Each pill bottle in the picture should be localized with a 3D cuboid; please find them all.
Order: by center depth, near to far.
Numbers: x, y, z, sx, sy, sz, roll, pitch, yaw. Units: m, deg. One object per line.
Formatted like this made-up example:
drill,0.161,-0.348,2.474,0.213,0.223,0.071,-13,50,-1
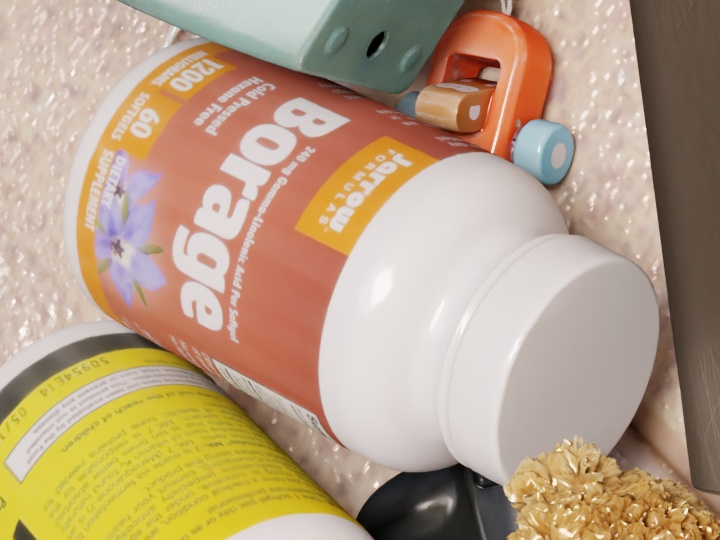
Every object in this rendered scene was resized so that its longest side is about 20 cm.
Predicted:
pill bottle,0.000,0.000,0.987,0.199,0.112,0.113,26,96,37
pill bottle,-0.056,0.112,1.003,0.200,0.114,0.115,40,105,45

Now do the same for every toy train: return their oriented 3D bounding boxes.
toy train,-0.003,-0.104,1.063,0.199,0.056,0.151,20,92,36

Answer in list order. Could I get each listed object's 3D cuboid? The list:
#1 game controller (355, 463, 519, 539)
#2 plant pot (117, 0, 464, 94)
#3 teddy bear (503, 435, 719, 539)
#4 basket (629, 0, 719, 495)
game controller,0.053,0.156,0.991,0.104,0.042,0.201,-32,63,42
plant pot,-0.051,-0.155,0.996,0.200,0.141,0.142,38,103,21
teddy bear,0.042,0.150,0.870,0.200,0.067,0.145,-37,71,8
basket,0.157,-0.032,0.882,0.136,0.179,0.202,0,89,63
